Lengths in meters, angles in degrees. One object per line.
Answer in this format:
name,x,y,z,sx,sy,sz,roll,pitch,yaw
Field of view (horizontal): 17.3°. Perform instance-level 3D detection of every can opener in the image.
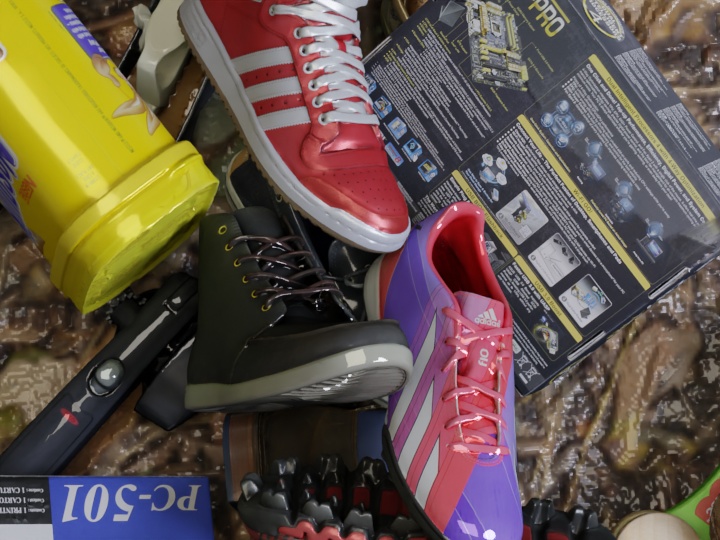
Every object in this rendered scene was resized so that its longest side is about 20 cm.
can opener,-0.153,0.079,1.310,0.200,0.063,0.079,-42,78,-1

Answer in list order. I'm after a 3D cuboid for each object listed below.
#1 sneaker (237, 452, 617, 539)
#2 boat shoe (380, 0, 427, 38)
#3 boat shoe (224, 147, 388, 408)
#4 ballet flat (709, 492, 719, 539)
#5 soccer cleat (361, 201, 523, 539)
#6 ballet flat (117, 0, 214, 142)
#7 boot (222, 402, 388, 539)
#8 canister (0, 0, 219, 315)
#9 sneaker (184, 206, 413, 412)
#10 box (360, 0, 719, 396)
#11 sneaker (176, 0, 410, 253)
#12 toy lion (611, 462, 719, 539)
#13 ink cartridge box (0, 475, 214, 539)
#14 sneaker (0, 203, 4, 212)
sneaker,0.030,0.157,1.221,0.200,0.071,0.098,13,117,0
boat shoe,0.077,-0.090,1.308,0.073,0.063,0.200,-41,78,-1
boat shoe,0.000,0.000,1.293,0.075,0.062,0.200,-23,70,-42
ballet flat,0.253,0.075,1.192,0.070,0.065,0.200,34,88,-5
soccer cleat,0.050,0.055,1.188,0.073,0.068,0.200,-49,39,37
ballet flat,-0.121,-0.095,1.333,0.073,0.073,0.200,27,85,11
boot,-0.012,0.164,1.270,0.097,0.075,0.200,-12,77,8
canister,-0.172,-0.087,1.234,0.087,0.149,0.200,-38,86,-15
sneaker,-0.040,0.015,1.203,0.075,0.200,0.107,1,83,-29
box,0.091,-0.059,1.252,0.161,0.049,0.200,-41,80,31
sneaker,-0.015,-0.111,1.232,0.113,0.071,0.200,-51,58,28
toy lion,0.258,0.136,1.251,0.192,0.069,0.200,38,87,5
ink cartridge box,-0.176,0.159,1.256,0.200,0.044,0.094,2,64,-20
sneaker,-0.232,-0.127,1.352,0.083,0.081,0.200,10,79,20
